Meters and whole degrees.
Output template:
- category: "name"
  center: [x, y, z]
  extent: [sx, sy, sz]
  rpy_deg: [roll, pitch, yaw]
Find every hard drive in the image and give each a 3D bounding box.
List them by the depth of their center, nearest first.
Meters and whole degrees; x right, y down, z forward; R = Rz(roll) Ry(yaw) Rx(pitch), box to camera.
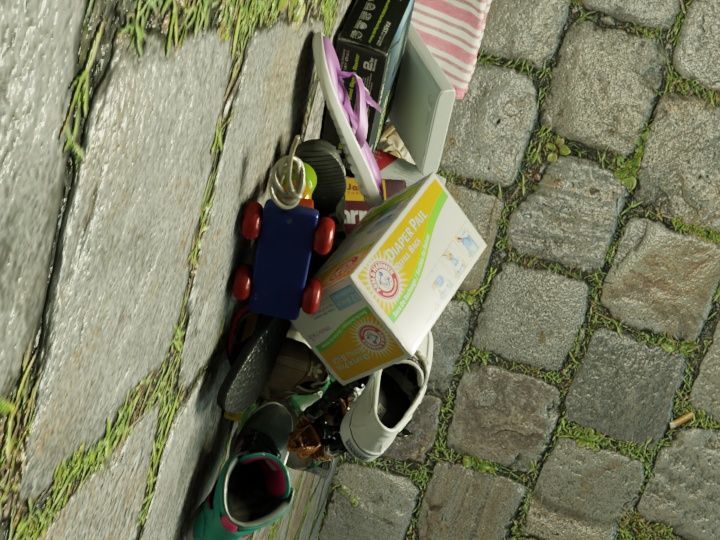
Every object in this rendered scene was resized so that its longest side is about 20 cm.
- category: "hard drive"
  center: [0.059, -0.238, 1.407]
  extent: [0.133, 0.026, 0.202]
  rpy_deg: [101, -28, -46]

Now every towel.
- category: "towel"
  center: [0.092, -0.332, 1.451]
  extent: [0.030, 0.144, 0.202]
  rpy_deg: [-59, 166, -45]

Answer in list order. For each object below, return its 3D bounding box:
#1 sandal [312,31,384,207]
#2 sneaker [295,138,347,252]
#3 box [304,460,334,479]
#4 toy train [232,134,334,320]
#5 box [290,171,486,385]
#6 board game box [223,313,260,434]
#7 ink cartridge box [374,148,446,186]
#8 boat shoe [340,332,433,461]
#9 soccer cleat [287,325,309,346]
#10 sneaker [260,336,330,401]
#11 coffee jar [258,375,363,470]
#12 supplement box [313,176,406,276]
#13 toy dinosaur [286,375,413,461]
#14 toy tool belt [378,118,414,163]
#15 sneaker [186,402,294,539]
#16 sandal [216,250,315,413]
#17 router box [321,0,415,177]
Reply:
- category: "sandal"
  center: [-0.002, -0.158, 1.127]
  extent: [0.083, 0.049, 0.205]
  rpy_deg: [-100, 172, -50]
- category: "sneaker"
  center: [-0.049, -0.100, 1.160]
  extent: [0.201, 0.073, 0.090]
  rpy_deg: [93, -3, -67]
- category: "box"
  center: [-0.061, 0.162, 1.550]
  extent: [0.133, 0.113, 0.202]
  rpy_deg: [103, 8, -50]
- category: "toy train"
  center: [-0.062, -0.065, 1.033]
  extent: [0.117, 0.083, 0.203]
  rpy_deg: [-83, -175, -54]
- category: "box"
  center: [0.030, 0.007, 1.146]
  extent: [0.112, 0.102, 0.200]
  rpy_deg: [-27, -163, 44]
- category: "board game box"
  center: [-0.110, 0.072, 1.212]
  extent: [0.096, 0.029, 0.203]
  rpy_deg: [-59, 162, -70]
- category: "ink cartridge box"
  center: [0.007, -0.044, 1.399]
  extent: [0.083, 0.144, 0.203]
  rpy_deg: [128, -17, -66]
- category: "boat shoe"
  center: [0.044, 0.112, 1.147]
  extent: [0.065, 0.073, 0.201]
  rpy_deg: [-43, -164, 41]
- category: "soccer cleat"
  center: [-0.072, 0.081, 1.479]
  extent: [0.199, 0.077, 0.070]
  rpy_deg: [-38, 161, -46]
- category: "sneaker"
  center: [-0.071, 0.119, 1.232]
  extent: [0.200, 0.074, 0.072]
  rpy_deg: [72, 35, -81]
- category: "coffee jar"
  center: [-0.030, 0.160, 1.399]
  extent: [0.199, 0.085, 0.106]
  rpy_deg: [-32, 102, -43]
- category: "supplement box"
  center: [0.000, 0.000, 1.287]
  extent: [0.086, 0.108, 0.204]
  rpy_deg: [127, -38, -66]
- category: "toy dinosaur"
  center: [-0.024, 0.172, 1.210]
  extent: [0.135, 0.103, 0.200]
  rpy_deg: [-33, -167, 23]
- category: "toy tool belt"
  center: [0.047, -0.183, 1.584]
  extent: [0.200, 0.123, 0.125]
  rpy_deg: [-59, 174, -72]
- category: "sneaker"
  center: [-0.110, 0.211, 1.195]
  extent: [0.121, 0.083, 0.202]
  rpy_deg: [-40, -162, 50]
- category: "sandal"
  center: [-0.102, 0.057, 1.115]
  extent: [0.076, 0.044, 0.202]
  rpy_deg: [86, 24, -54]
- category: "router box"
  center: [0.008, -0.231, 1.313]
  extent: [0.202, 0.061, 0.151]
  rpy_deg: [102, 8, -49]
